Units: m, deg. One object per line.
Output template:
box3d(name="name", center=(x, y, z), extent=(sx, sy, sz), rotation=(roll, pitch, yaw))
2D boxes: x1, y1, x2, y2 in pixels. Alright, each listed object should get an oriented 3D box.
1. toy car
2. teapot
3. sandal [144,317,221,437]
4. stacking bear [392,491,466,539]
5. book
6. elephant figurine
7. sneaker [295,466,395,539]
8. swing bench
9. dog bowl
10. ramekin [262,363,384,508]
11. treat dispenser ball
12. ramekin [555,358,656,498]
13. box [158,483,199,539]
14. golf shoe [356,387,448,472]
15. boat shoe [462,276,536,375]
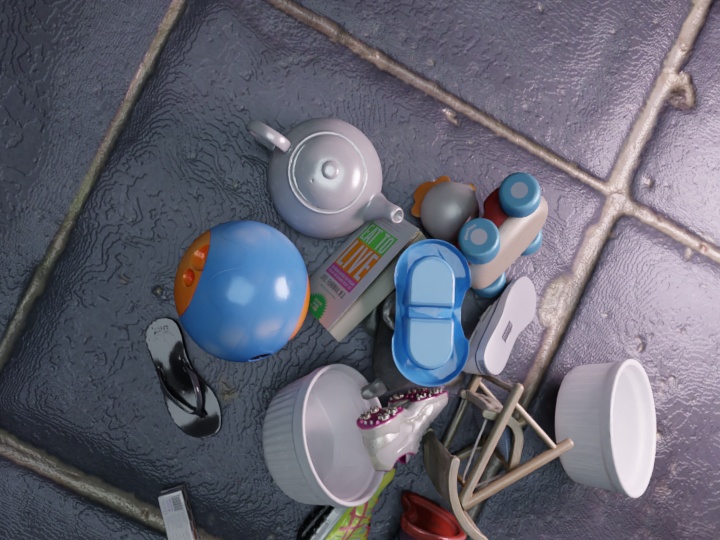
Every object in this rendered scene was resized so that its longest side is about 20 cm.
box3d(name="toy car", center=(0.171, -0.092, 1.097), extent=(0.177, 0.185, 0.200), rotation=(-46, 66, -4))
box3d(name="teapot", center=(-0.055, -0.146, 1.061), extent=(0.195, 0.146, 0.202), rotation=(-14, 91, -5))
box3d(name="sandal", center=(-0.282, 0.173, 1.088), extent=(0.075, 0.043, 0.203), rotation=(-27, 93, -5))
box3d(name="stacking bear", center=(0.080, 0.479, 1.100), extent=(0.112, 0.121, 0.204), rotation=(22, 97, 2))
box3d(name="book", center=(0.000, 0.000, 1.079), extent=(0.200, 0.133, 0.048), rotation=(-46, 128, -4))
box3d(name="elephant figurine", center=(0.065, 0.075, 1.096), extent=(0.139, 0.154, 0.205), rotation=(-21, 81, 27))
box3d(name="sneaker", center=(-0.009, 0.383, 1.109), extent=(0.090, 0.078, 0.200), rotation=(44, 92, -13))
box3d(name="swing bench", center=(0.183, 0.271, 1.060), extent=(0.200, 0.199, 0.130), rotation=(-45, 94, -5))
box3d(name="dog bowl", center=(0.098, 0.060, 1.001), extent=(0.108, 0.050, 0.206), rotation=(2, 86, -3))
box3d(name="ramekin", center=(-0.057, 0.249, 1.040), extent=(0.104, 0.199, 0.204), rotation=(-20, 93, 34))
box3d(name="treat dispenser ball", center=(-0.171, 0.030, 1.020), extent=(0.195, 0.201, 0.206), rotation=(0, 90, -6))
box3d(name="ramekin", center=(0.380, 0.241, 1.088), extent=(0.198, 0.096, 0.206), rotation=(9, 78, -50))
box3d(name="box", center=(-0.271, 0.439, 1.092), extent=(0.040, 0.039, 0.205), rotation=(-14, 92, -4))
box3d(name="golf shoe", center=(0.070, 0.240, 1.076), extent=(0.198, 0.074, 0.094), rotation=(-14, 95, -46))
box3d(name="boat shoe", center=(0.218, 0.088, 1.114), extent=(0.072, 0.065, 0.202), rotation=(50, 53, -25))
